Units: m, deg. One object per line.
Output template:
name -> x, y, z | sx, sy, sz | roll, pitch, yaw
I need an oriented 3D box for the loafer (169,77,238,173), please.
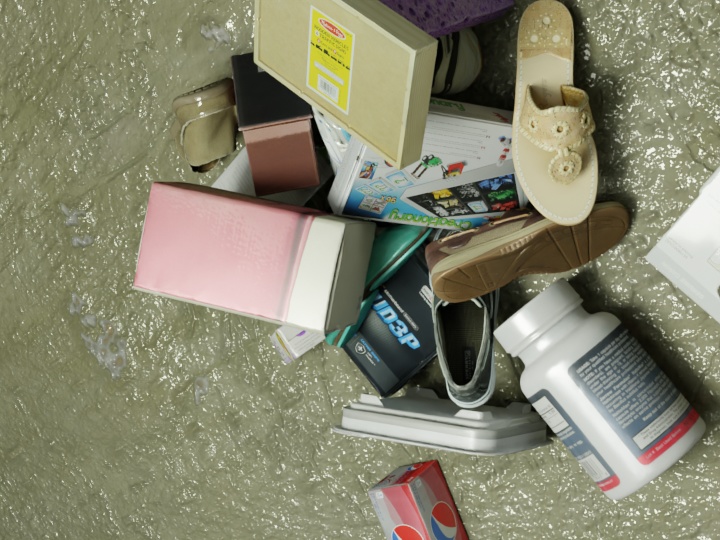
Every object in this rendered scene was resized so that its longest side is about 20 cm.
loafer -> -0.167, -0.158, 1.307 | 0.068, 0.076, 0.200 | 65, 167, 2

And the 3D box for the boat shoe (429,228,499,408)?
boat shoe -> 0.108, 0.035, 1.184 | 0.072, 0.071, 0.200 | -8, 68, 6

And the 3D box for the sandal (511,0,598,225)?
sandal -> 0.173, -0.149, 1.068 | 0.078, 0.070, 0.212 | -5, 83, 9

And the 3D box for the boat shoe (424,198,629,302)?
boat shoe -> 0.158, -0.035, 1.142 | 0.200, 0.072, 0.072 | -21, 136, 6

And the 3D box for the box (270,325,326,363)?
box -> -0.072, 0.076, 1.316 | 0.039, 0.041, 0.200 | 56, 172, 2

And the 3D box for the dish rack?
dish rack -> 0.089, 0.156, 1.241 | 0.200, 0.172, 0.044 | 5, 90, 33

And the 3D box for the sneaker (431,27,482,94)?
sneaker -> 0.049, -0.265, 1.147 | 0.076, 0.088, 0.200 | -30, 88, 40

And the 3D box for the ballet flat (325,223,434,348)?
ballet flat -> 0.000, 0.000, 1.236 | 0.070, 0.067, 0.200 | 42, 127, 7

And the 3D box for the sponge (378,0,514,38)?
sponge -> 0.053, -0.266, 1.071 | 0.030, 0.200, 0.112 | -30, 89, 44

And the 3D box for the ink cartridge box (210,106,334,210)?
ink cartridge box -> -0.074, -0.086, 1.280 | 0.200, 0.076, 0.148 | -47, 45, 12

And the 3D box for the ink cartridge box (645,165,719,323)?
ink cartridge box -> 0.383, -0.012, 1.038 | 0.200, 0.044, 0.174 | 43, 127, 14

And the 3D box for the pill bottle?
pill bottle -> 0.228, 0.110, 1.146 | 0.200, 0.120, 0.120 | 52, 128, 8

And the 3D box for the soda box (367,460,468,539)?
soda box -> 0.084, 0.327, 1.362 | 0.063, 0.070, 0.200 | -19, 96, 37

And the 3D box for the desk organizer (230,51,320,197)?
desk organizer -> -0.088, -0.158, 1.211 | 0.072, 0.200, 0.077 | -11, 121, -2

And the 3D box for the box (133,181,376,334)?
box -> -0.100, -0.015, 1.152 | 0.200, 0.128, 0.109 | 12, 95, 13

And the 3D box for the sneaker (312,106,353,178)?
sneaker -> -0.010, -0.131, 1.139 | 0.075, 0.087, 0.200 | -22, 110, 10

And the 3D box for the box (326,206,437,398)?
box -> 0.020, 0.021, 1.304 | 0.200, 0.046, 0.159 | 52, 128, 8

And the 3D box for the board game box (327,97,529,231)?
board game box -> 0.081, -0.100, 1.131 | 0.126, 0.200, 0.035 | -67, 30, 32

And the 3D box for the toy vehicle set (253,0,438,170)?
toy vehicle set -> -0.019, -0.190, 1.020 | 0.200, 0.027, 0.124 | 40, 143, 28
